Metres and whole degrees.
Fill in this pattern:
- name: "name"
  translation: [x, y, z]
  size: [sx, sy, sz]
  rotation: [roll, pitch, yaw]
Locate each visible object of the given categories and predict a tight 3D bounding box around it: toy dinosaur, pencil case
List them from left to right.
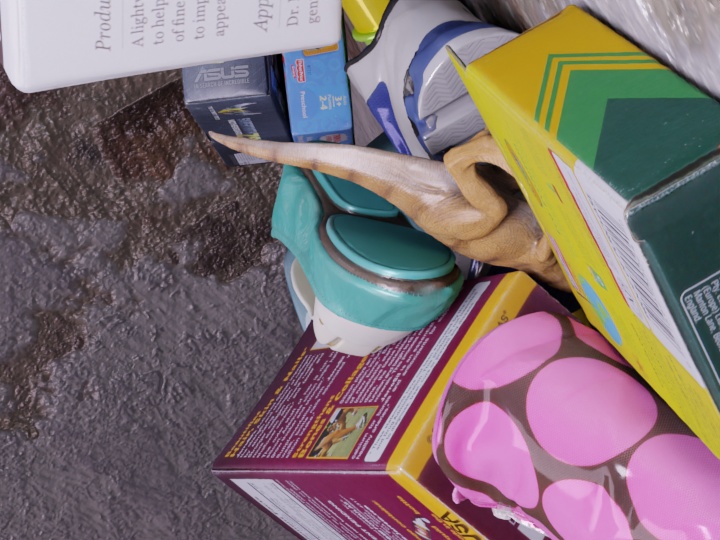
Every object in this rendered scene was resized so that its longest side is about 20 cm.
- name: "toy dinosaur"
  translation: [0.041, -0.031, 0.843]
  size: [0.200, 0.106, 0.060]
  rotation: [24, -134, -14]
- name: "pencil case"
  translation: [0.118, 0.102, 0.747]
  size: [0.091, 0.094, 0.200]
  rotation: [2, -150, -49]

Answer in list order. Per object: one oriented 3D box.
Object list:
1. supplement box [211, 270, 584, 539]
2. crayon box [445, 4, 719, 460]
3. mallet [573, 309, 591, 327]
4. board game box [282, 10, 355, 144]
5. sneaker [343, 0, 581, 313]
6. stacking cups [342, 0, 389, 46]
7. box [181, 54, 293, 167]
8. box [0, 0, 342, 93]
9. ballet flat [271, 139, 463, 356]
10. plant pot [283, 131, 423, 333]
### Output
- name: "supplement box"
  translation: [0.027, 0.075, 0.935]
  size: [0.086, 0.110, 0.200]
  rotation: [41, 159, -18]
- name: "crayon box"
  translation: [0.101, -0.016, 0.697]
  size: [0.127, 0.051, 0.200]
  rotation: [60, 178, -26]
- name: "mallet"
  translation: [0.105, -0.006, 1.090]
  size: [0.200, 0.041, 0.066]
  rotation: [64, 180, 0]
- name: "board game box"
  translation: [-0.029, -0.163, 1.093]
  size: [0.151, 0.037, 0.200]
  rotation: [79, -176, -85]
- name: "sneaker"
  translation: [0.053, -0.064, 0.950]
  size: [0.115, 0.080, 0.200]
  rotation: [-122, 10, -45]
- name: "stacking cups"
  translation: [0.050, -0.088, 1.022]
  size: [0.200, 0.060, 0.061]
  rotation: [58, 179, -23]
- name: "box"
  translation: [-0.072, -0.154, 1.133]
  size: [0.200, 0.051, 0.158]
  rotation: [74, -170, -82]
- name: "box"
  translation: [-0.094, -0.206, 0.751]
  size: [0.200, 0.131, 0.199]
  rotation: [-122, 29, -48]
- name: "ballet flat"
  translation: [0.000, 0.000, 0.921]
  size: [0.200, 0.067, 0.070]
  rotation: [-121, 42, -66]
- name: "plant pot"
  translation: [0.032, 0.009, 1.198]
  size: [0.200, 0.135, 0.200]
  rotation: [-22, -90, -85]
